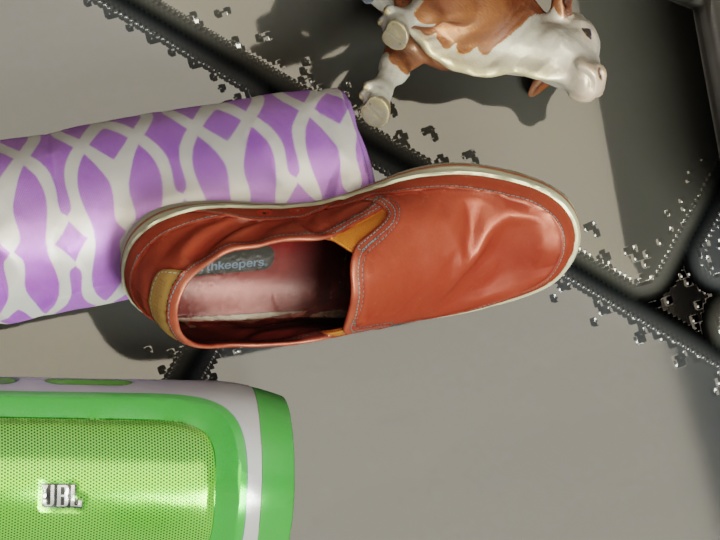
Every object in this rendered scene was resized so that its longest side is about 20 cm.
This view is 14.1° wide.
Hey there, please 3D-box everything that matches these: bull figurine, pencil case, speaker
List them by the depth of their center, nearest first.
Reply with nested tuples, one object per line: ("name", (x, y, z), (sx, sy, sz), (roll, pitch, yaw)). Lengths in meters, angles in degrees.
("speaker", (-0.132, 0.089, 1.257), (0.199, 0.088, 0.089), (1, 87, -11))
("pencil case", (-0.088, -0.026, 1.277), (0.199, 0.086, 0.084), (-8, 52, -11))
("bull figurine", (0.021, -0.136, 1.297), (0.200, 0.065, 0.121), (48, 40, 3))

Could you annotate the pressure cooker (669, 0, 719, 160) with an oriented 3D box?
("pressure cooker", (0.232, -0.110, 1.294), (0.176, 0.178, 0.201), (-7, 87, -50))

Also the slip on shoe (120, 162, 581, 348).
("slip on shoe", (0.000, 0.000, 1.230), (0.199, 0.061, 0.074), (-5, 120, -15))

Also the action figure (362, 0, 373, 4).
("action figure", (0.063, -0.209, 1.223), (0.199, 0.105, 0.194), (-22, 125, -8))
